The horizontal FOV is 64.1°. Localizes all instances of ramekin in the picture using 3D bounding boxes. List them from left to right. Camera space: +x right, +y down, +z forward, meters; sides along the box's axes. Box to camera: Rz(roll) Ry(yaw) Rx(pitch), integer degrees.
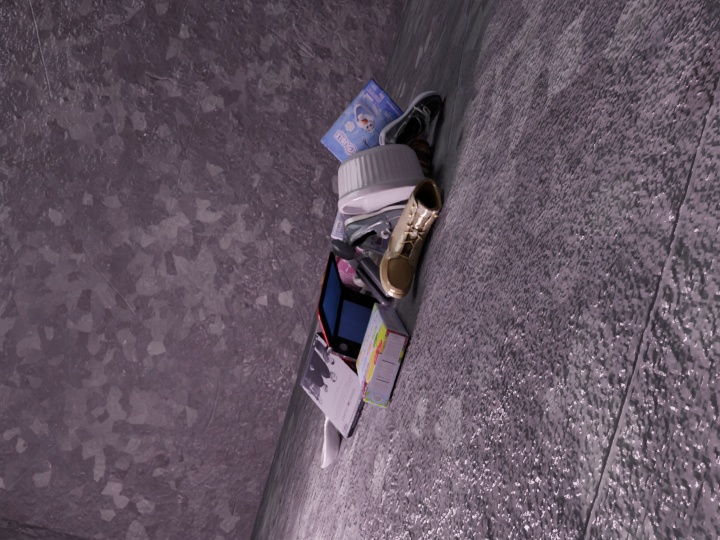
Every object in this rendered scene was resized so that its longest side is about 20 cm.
[{"bbox_3d":[0.040,-0.191,1.206,0.202,0.195,0.098,146,111,-78],"label":"ramekin"}]

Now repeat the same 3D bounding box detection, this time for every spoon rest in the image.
[{"bbox_3d":[-0.071,0.401,1.427,0.100,0.059,0.205,-87,16,-61],"label":"spoon rest"}]

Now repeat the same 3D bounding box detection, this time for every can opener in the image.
[{"bbox_3d":[0.000,0.000,1.318,0.201,0.065,0.054,50,133,29],"label":"can opener"}]

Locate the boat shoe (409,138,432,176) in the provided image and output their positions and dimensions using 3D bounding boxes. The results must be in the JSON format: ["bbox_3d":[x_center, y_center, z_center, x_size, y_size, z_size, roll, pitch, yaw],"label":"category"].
[{"bbox_3d":[0.131,-0.272,1.336,0.201,0.070,0.074,-91,24,-71],"label":"boat shoe"}]

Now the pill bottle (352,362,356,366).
[{"bbox_3d":[-0.043,0.197,1.463,0.111,0.107,0.207,131,154,-71],"label":"pill bottle"}]

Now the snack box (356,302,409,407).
[{"bbox_3d":[0.039,0.162,1.149,0.200,0.051,0.147,-111,39,-78],"label":"snack box"}]

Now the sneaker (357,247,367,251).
[{"bbox_3d":[-0.018,-0.148,1.444,0.070,0.082,0.207,-16,82,38],"label":"sneaker"}]

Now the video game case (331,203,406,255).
[{"bbox_3d":[0.037,-0.140,1.351,0.023,0.195,0.188,11,-82,-61],"label":"video game case"}]

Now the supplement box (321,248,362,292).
[{"bbox_3d":[-0.021,-0.021,1.637,0.203,0.101,0.132,-57,13,18],"label":"supplement box"}]

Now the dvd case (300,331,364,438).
[{"bbox_3d":[-0.063,0.265,1.345,0.199,0.024,0.154,39,119,38],"label":"dvd case"}]

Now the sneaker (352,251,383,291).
[{"bbox_3d":[0.037,-0.028,1.416,0.077,0.089,0.204,-86,15,-56],"label":"sneaker"}]

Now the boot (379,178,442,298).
[{"bbox_3d":[0.100,-0.063,1.115,0.157,0.071,0.204,117,173,-52],"label":"boot"}]

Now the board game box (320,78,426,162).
[{"bbox_3d":[0.033,-0.337,1.464,0.199,0.199,0.044,-45,15,16],"label":"board game box"}]

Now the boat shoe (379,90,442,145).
[{"bbox_3d":[0.131,-0.345,1.326,0.197,0.075,0.067,-38,36,-22],"label":"boat shoe"}]

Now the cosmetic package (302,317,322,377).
[{"bbox_3d":[-0.092,0.195,1.567,0.107,0.087,0.207,121,161,-71],"label":"cosmetic package"}]

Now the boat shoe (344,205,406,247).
[{"bbox_3d":[0.051,-0.097,1.284,0.072,0.194,0.064,23,-118,-56],"label":"boat shoe"}]

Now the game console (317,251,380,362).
[{"bbox_3d":[-0.020,0.085,1.310,0.204,0.167,0.120,-80,12,-46],"label":"game console"}]
